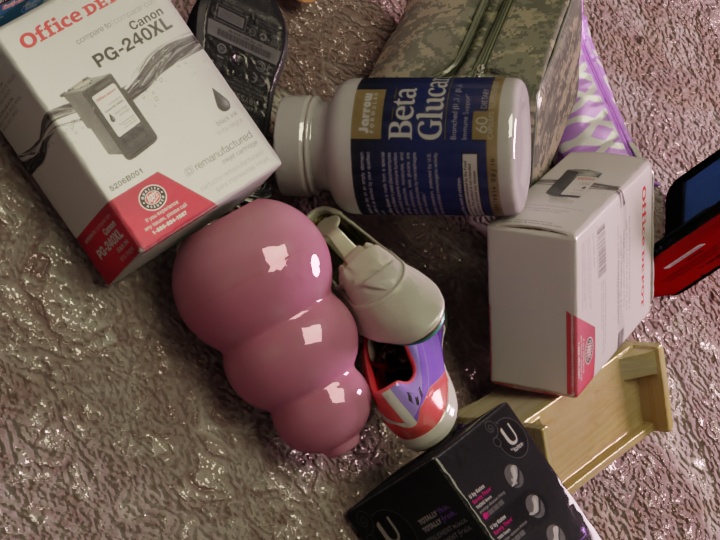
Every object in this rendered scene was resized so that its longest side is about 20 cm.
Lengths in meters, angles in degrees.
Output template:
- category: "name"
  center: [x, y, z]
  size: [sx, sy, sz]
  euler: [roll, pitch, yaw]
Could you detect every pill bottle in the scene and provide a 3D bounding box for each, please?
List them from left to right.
- category: "pill bottle"
  center: [0.034, -0.101, 1.721]
  size: [0.111, 0.198, 0.112]
  euler: [1, 90, -78]

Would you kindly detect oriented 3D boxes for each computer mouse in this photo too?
- category: "computer mouse"
  center: [-0.120, -0.148, 1.732]
  size: [0.138, 0.053, 0.201]
  euler: [27, 60, -23]

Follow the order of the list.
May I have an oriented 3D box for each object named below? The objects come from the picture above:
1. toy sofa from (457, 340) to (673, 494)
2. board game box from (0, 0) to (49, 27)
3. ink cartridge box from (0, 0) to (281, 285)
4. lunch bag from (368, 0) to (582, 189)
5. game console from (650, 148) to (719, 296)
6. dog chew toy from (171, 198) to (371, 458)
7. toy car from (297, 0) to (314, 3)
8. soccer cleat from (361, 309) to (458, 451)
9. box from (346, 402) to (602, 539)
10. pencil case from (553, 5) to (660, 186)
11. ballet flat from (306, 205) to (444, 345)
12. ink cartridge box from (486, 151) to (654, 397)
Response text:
- category: "toy sofa"
  center: [0.172, 0.129, 1.787]
  size: [0.200, 0.097, 0.083]
  euler: [-30, 115, -46]
- category: "board game box"
  center: [-0.325, -0.257, 1.579]
  size: [0.200, 0.047, 0.151]
  euler: [40, 42, 14]
- category: "ink cartridge box"
  center: [-0.180, -0.116, 1.601]
  size: [0.145, 0.083, 0.201]
  euler: [-34, 88, -30]
- category: "lunch bag"
  center: [0.094, -0.165, 1.856]
  size: [0.166, 0.140, 0.201]
  euler: [10, 45, 14]
- category: "game console"
  center: [0.312, -0.068, 1.934]
  size: [0.172, 0.200, 0.119]
  euler: [-4, 66, -41]
- category: "dog chew toy"
  center: [-0.058, 0.049, 1.612]
  size: [0.124, 0.124, 0.201]
  euler: [-32, 95, -46]
- category: "toy car"
  center: [-0.069, -0.332, 1.836]
  size: [0.177, 0.183, 0.201]
  euler: [-46, 126, -47]
- category: "soccer cleat"
  center: [0.029, 0.052, 1.679]
  size: [0.073, 0.068, 0.201]
  euler: [48, 20, -37]
- category: "box"
  center: [0.106, 0.224, 1.632]
  size: [0.106, 0.122, 0.201]
  euler: [-33, 88, -46]
- category: "pencil case"
  center: [0.207, -0.145, 1.976]
  size: [0.084, 0.085, 0.201]
  euler: [-9, 70, -41]
- category: "ballet flat"
  center: [0.000, 0.000, 1.657]
  size: [0.069, 0.070, 0.200]
  euler: [23, 9, -28]
- category: "ink cartridge box"
  center: [0.180, -0.001, 1.795]
  size: [0.200, 0.084, 0.147]
  euler: [-37, 130, -56]
